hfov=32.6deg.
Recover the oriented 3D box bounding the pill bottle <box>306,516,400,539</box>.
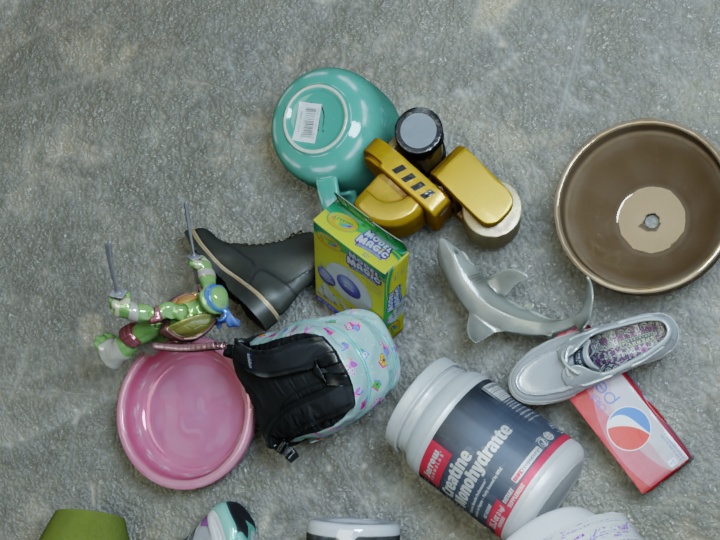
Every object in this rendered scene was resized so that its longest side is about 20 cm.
[{"bbox_3d":[-0.013,0.399,1.463,0.114,0.114,0.201,0,83,21],"label":"pill bottle"}]

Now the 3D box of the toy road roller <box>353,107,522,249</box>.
[{"bbox_3d":[0.082,-0.082,1.464,0.200,0.123,0.146,43,87,11],"label":"toy road roller"}]

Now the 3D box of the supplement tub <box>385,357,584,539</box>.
[{"bbox_3d":[0.142,0.206,1.415,0.200,0.140,0.141,35,96,21],"label":"supplement tub"}]

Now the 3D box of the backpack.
[{"bbox_3d":[-0.052,0.122,1.482,0.200,0.126,0.167,-25,95,47],"label":"backpack"}]

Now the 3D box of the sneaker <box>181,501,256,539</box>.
[{"bbox_3d":[-0.164,0.407,1.546,0.140,0.078,0.200,-41,61,13],"label":"sneaker"}]

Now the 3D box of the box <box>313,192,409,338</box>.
[{"bbox_3d":[0.000,0.000,1.472,0.117,0.200,0.048,37,62,22],"label":"box"}]

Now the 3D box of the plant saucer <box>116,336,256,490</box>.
[{"bbox_3d":[-0.221,0.184,1.607,0.200,0.051,0.201,-3,82,20],"label":"plant saucer"}]

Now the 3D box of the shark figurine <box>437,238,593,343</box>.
[{"bbox_3d":[0.170,0.056,1.417,0.214,0.089,0.128,21,133,30],"label":"shark figurine"}]

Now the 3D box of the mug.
[{"bbox_3d":[-0.027,-0.165,1.546,0.152,0.114,0.185,-39,71,12],"label":"mug"}]

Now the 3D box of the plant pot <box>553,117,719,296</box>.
[{"bbox_3d":[0.327,-0.065,1.405,0.200,0.093,0.202,-4,79,18],"label":"plant pot"}]

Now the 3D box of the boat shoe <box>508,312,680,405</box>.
[{"bbox_3d":[0.254,0.097,1.358,0.199,0.068,0.072,-16,76,17],"label":"boat shoe"}]

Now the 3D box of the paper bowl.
[{"bbox_3d":[0.216,0.337,1.338,0.201,0.201,0.104,-42,54,11],"label":"paper bowl"}]

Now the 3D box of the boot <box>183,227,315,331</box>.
[{"bbox_3d":[-0.127,-0.022,1.601,0.138,0.078,0.200,-40,56,-11],"label":"boot"}]

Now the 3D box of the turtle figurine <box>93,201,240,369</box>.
[{"bbox_3d":[-0.253,0.027,1.519,0.200,0.144,0.194,39,129,-18],"label":"turtle figurine"}]

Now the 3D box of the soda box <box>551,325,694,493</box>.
[{"bbox_3d":[0.290,0.154,1.407,0.070,0.063,0.200,-41,71,11],"label":"soda box"}]

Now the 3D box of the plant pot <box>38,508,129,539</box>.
[{"bbox_3d":[-0.362,0.414,1.578,0.186,0.187,0.201,-3,67,21],"label":"plant pot"}]
